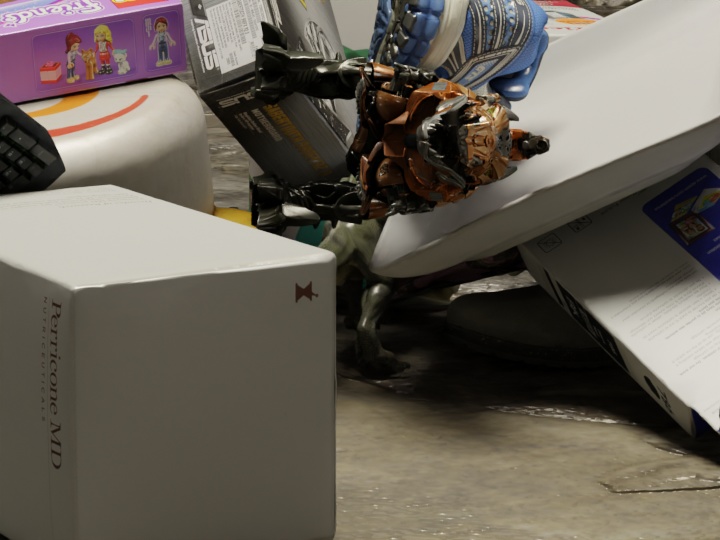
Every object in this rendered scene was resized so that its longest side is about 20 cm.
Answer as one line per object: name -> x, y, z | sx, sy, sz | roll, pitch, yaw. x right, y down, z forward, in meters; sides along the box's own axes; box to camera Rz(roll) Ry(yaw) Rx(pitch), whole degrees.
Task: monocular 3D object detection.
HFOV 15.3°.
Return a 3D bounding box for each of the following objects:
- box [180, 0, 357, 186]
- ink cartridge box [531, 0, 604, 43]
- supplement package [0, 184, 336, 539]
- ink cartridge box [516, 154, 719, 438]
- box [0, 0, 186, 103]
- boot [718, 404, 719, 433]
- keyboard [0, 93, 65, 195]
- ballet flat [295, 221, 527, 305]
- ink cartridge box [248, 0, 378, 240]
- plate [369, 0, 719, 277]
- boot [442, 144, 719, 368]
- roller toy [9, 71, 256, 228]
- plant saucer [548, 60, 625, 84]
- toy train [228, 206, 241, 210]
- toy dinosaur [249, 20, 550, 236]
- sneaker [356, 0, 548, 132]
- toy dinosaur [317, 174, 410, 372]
box -> -0.056, -0.148, 1.408 | 0.048, 0.200, 0.158 | -21, -28, 12
ink cartridge box -> 0.087, -0.090, 1.685 | 0.145, 0.145, 0.200 | -1, 12, -11
supplement package -> -0.107, 0.038, 1.085 | 0.117, 0.117, 0.200 | -6, 12, -31
ink cartridge box -> 0.159, 0.011, 1.251 | 0.099, 0.039, 0.200 | -32, 38, -6
box -> -0.202, -0.119, 1.317 | 0.200, 0.039, 0.137 | -12, 28, -20
boot -> 0.259, 0.075, 1.100 | 0.200, 0.070, 0.132 | -10, 20, -17
keyboard -> -0.229, -0.013, 1.146 | 0.127, 0.200, 0.021 | 39, 14, -47
ballet flat -> 0.044, -0.012, 1.462 | 0.071, 0.069, 0.200 | 23, -19, -32
ink cartridge box -> -0.021, -0.104, 1.601 | 0.084, 0.200, 0.146 | -2, 11, -8
plate -> 0.111, -0.072, 1.324 | 0.200, 0.032, 0.200 | -24, 20, 23
boot -> 0.138, -0.021, 1.369 | 0.200, 0.131, 0.068 | -2, 11, -14
roller toy -> -0.160, -0.019, 1.311 | 0.200, 0.140, 0.182 | -18, 25, -31
plant saucer -> 0.159, -0.041, 1.470 | 0.200, 0.032, 0.200 | 21, -25, 10
toy train -> -0.072, -0.006, 1.530 | 0.046, 0.034, 0.200 | -5, 12, -11
toy dinosaur -> 0.017, -0.055, 1.264 | 0.136, 0.102, 0.200 | 0, -18, -7
sneaker -> 0.048, -0.104, 1.358 | 0.085, 0.077, 0.200 | 12, -5, -6
toy dinosaur -> 0.000, 0.000, 1.344 | 0.047, 0.088, 0.200 | -5, 24, 15
